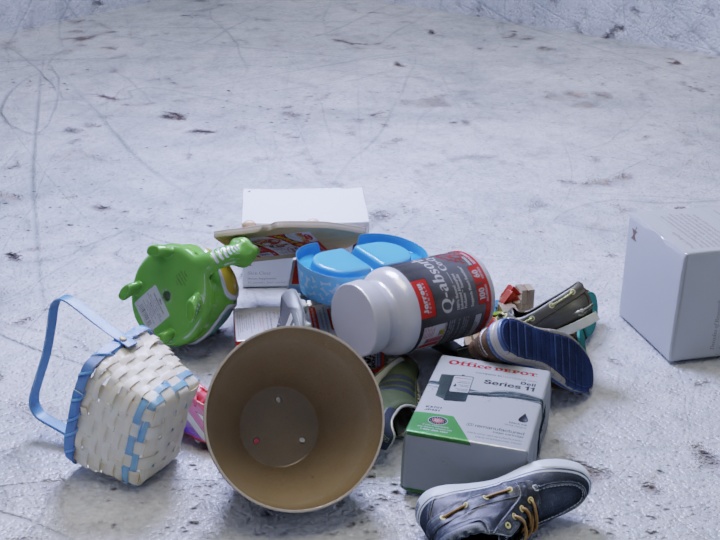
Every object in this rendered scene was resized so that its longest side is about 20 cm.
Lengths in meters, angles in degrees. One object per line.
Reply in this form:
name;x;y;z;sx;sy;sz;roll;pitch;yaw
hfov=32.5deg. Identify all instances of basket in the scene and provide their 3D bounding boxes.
basket;-0.297;0.145;1.441;0.199;0.177;0.139;29;31;14

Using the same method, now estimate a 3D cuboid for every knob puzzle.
knob puzzle;-0.090;-0.053;1.761;0.218;0.031;0.220;-4;-12;-1

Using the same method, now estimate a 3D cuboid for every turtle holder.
turtle holder;-0.232;0.016;1.718;0.141;0.186;0.131;32;20;29

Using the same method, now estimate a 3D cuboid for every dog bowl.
dog bowl;0.000;0.000;1.674;0.199;0.050;0.111;-11;31;-38

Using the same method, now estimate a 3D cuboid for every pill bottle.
pill bottle;0.068;0.046;1.599;0.199;0.117;0.116;-13;27;-37

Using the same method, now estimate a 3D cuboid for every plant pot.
plant pot;-0.084;0.172;1.397;0.199;0.202;0.134;-5;-10;-14

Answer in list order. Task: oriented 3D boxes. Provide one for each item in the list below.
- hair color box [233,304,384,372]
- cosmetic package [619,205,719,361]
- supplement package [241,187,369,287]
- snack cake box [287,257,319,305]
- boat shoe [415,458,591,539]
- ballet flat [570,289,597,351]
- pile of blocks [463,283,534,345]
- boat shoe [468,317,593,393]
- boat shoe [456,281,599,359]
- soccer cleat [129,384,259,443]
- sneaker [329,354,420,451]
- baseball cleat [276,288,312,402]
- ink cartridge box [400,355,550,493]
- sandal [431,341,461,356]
hair color box;-0.072;0.095;1.686;0.199;0.064;0.111;-3;22;-6
cosmetic package;0.501;0.013;1.763;0.199;0.167;0.167;-5;24;-14
supplement package;-0.089;-0.055;1.966;0.199;0.112;0.156;-1;24;-4
snack cake box;-0.006;0.030;1.829;0.199;0.068;0.115;1;25;1
boat shoe;0.164;0.264;1.313;0.199;0.071;0.091;-11;27;-9
ballet flat;0.289;0.085;1.738;0.072;0.068;0.200;-11;23;21
pile of blocks;0.196;0.059;1.778;0.082;0.063;0.200;10;25;19
boat shoe;0.221;0.112;1.590;0.199;0.073;0.072;27;-34;-35
boat shoe;0.217;0.075;1.654;0.201;0.061;0.072;-22;-1;16
soccer cleat;-0.197;0.164;1.507;0.199;0.077;0.067;10;29;25
sneaker;0.043;0.171;1.532;0.090;0.067;0.200;34;24;16
baseball cleat;-0.104;0.111;1.563;0.106;0.070;0.201;-7;53;-7
ink cartridge box;0.141;0.186;1.461;0.146;0.084;0.200;7;24;13
sandal;0.067;0.053;1.712;0.200;0.048;0.075;35;14;10
